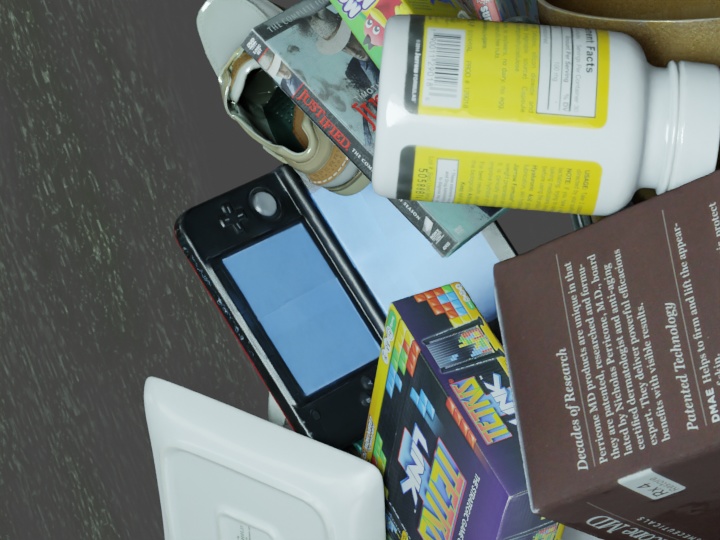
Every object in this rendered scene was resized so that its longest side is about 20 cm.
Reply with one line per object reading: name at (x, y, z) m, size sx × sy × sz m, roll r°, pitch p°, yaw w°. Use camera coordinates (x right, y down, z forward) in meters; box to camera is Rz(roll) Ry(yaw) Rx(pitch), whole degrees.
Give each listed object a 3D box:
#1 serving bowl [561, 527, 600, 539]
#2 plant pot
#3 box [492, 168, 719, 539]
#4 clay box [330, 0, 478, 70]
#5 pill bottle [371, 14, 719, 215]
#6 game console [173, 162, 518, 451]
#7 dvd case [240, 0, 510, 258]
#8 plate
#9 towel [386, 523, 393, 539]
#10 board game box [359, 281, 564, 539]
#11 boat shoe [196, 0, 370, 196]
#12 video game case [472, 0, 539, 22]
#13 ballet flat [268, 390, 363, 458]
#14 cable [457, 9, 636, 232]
serving bowl at (0.135, 0.174, 1.553) m, size 0.200 × 0.066 × 0.200 m, roll 28°, pitch 129°, yaw 43°
plant pot at (0.213, -0.088, 1.471) m, size 0.186 × 0.186 × 0.200 m, roll 1°, pitch 110°, yaw 17°
box at (0.213, 0.056, 1.338) m, size 0.200 × 0.166 × 0.165 m, roll -25°, pitch 60°, yaw 30°
clay box at (0.022, -0.190, 1.523) m, size 0.048 × 0.115 × 0.200 m, roll -43°, pitch 72°, yaw 23°
pill bottle at (0.109, -0.090, 1.337) m, size 0.200 × 0.111 × 0.112 m, roll 5°, pitch 100°, yaw 1°
game console at (0.000, 0.000, 1.571) m, size 0.119 × 0.172 × 0.200 m, roll -38°, pitch 82°, yaw 45°
dvd case at (0.029, -0.111, 1.534) m, size 0.200 × 0.146 × 0.022 m, roll 46°, pitch 130°, yaw 8°
plate at (-0.071, 0.187, 1.599) m, size 0.200 × 0.032 × 0.200 m, roll 20°, pitch 133°, yaw 26°
towel at (-0.001, 0.226, 1.617) m, size 0.200 × 0.031 × 0.149 m, roll 27°, pitch 131°, yaw 15°
board game box at (0.065, 0.135, 1.475) m, size 0.165 × 0.057 × 0.200 m, roll 59°, pitch 155°, yaw 34°
boat shoe at (-0.061, -0.134, 1.560) m, size 0.075 × 0.068 × 0.200 m, roll -52°, pitch 54°, yaw 14°
video game case at (0.107, -0.150, 1.500) m, size 0.017 × 0.143 × 0.200 m, roll -17°, pitch 93°, yaw 17°
ballet flat at (-0.026, 0.110, 1.623) m, size 0.068 × 0.068 × 0.200 m, roll -31°, pitch 86°, yaw 29°
cable at (0.120, -0.084, 1.420) m, size 0.200 × 0.050 × 0.097 m, roll 40°, pitch 96°, yaw -6°
